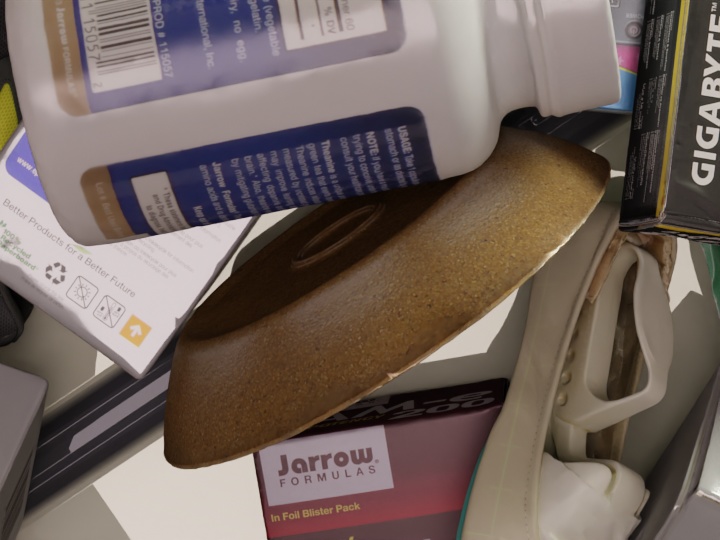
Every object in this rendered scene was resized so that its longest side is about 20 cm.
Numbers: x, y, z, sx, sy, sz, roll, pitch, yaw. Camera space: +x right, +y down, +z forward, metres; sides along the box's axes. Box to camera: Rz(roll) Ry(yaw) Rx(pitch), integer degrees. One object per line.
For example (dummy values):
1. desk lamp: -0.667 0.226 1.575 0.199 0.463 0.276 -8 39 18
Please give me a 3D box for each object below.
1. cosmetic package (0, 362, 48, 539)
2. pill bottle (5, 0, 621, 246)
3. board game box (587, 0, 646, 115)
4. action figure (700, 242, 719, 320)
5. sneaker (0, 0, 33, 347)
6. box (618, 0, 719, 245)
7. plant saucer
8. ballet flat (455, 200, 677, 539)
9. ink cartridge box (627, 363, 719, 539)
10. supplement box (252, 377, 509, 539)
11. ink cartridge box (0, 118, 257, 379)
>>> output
1. cosmetic package: -0.235 0.067 0.934 0.199 0.072 0.102 19 136 1
2. pill bottle: -0.014 -0.080 0.806 0.198 0.111 0.112 -11 98 4
3. board game box: 0.058 -0.167 0.909 0.146 0.064 0.202 5 100 3
4. action figure: 0.173 -0.015 0.911 0.118 0.055 0.201 -28 107 -13
5. sneaker: -0.152 -0.061 0.939 0.084 0.075 0.201 14 108 -5
6. box: 0.187 -0.102 0.857 0.159 0.049 0.202 9 86 -14
7. plant saucer: 0.000 0.000 0.865 0.199 0.200 0.036 -32 102 7
8. ballet flat: 0.085 0.063 0.898 0.069 0.070 0.201 13 70 1
9. ink cartridge box: 0.196 0.142 0.906 0.199 0.083 0.146 25 133 -1
10. supplement box: 0.025 0.154 0.960 0.108 0.061 0.202 -10 97 5
11. ink cartridge box: -0.065 -0.066 0.883 0.094 0.037 0.201 35 101 -2
